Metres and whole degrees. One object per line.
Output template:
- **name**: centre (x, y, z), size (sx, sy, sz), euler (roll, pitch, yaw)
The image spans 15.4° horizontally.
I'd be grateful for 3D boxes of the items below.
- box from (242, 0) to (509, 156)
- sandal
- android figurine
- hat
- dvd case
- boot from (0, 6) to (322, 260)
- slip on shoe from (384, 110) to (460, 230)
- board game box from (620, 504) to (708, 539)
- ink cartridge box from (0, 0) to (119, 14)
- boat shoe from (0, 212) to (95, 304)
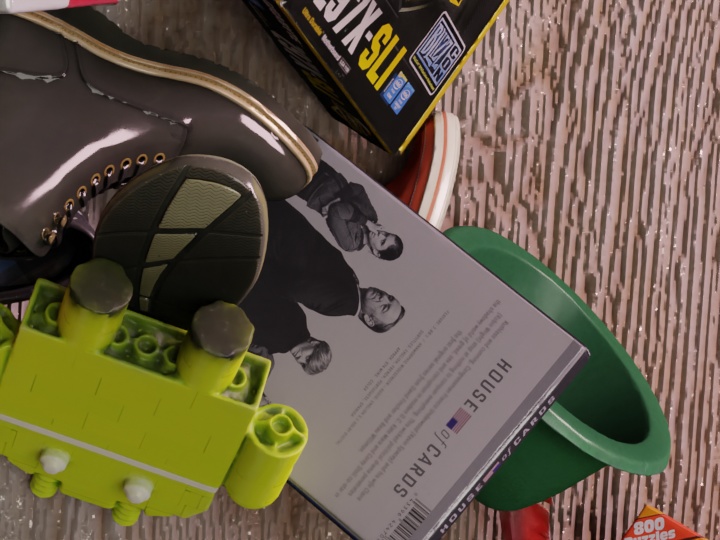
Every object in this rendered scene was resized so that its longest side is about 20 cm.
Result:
- **box**: centre (0.020, -0.166, 1.359), size (0.160, 0.049, 0.200), euler (-53, 154, -6)
- **sandal**: centre (-0.090, -0.004, 1.300), size (0.080, 0.201, 0.057), euler (17, 60, -3)
- **android figurine**: centre (-0.119, 0.069, 1.328), size (0.182, 0.200, 0.041), euler (21, 54, -7)
- **hat**: centre (0.059, 0.105, 1.472), size (0.176, 0.166, 0.200), euler (-45, 76, 22)
- **dvd case**: centre (-0.004, 0.040, 1.376), size (0.150, 0.200, 0.025), euler (-50, 159, -4)
- **boot**: centre (-0.125, -0.045, 1.327), size (0.200, 0.077, 0.139), euler (23, 58, -16)
- **slip on shoe**: centre (0.000, 0.000, 1.433), size (0.061, 0.074, 0.200), euler (27, 82, 1)
- **board game box**: centre (0.210, 0.293, 1.483), size (0.200, 0.200, 0.200), euler (-52, 137, -8)
- **ink cartridge box**: centre (-0.197, -0.220, 1.217), size (0.144, 0.145, 0.201), euler (4, 98, 16)
- **boat shoe**: centre (-0.222, -0.006, 1.320), size (0.200, 0.066, 0.070), euler (-1, 100, -26)
